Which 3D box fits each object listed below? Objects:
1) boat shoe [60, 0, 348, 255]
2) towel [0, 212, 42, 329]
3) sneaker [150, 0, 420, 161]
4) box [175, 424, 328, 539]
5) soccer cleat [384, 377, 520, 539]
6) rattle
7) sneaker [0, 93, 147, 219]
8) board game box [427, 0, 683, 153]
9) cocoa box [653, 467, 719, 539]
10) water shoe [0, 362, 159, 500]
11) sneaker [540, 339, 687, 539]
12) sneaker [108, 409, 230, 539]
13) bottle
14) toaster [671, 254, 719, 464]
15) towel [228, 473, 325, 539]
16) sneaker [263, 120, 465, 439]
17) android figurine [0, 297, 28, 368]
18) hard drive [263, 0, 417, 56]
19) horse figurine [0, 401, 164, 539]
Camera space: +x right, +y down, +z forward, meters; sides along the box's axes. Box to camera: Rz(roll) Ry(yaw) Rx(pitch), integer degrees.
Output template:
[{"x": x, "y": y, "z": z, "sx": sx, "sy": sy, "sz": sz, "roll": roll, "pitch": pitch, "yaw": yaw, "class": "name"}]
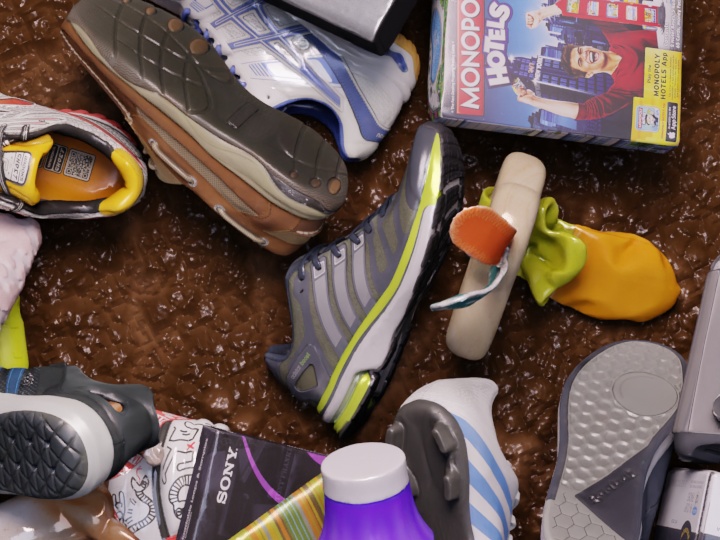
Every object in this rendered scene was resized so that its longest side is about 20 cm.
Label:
[{"x": -0.101, "y": -0.082, "z": 1.070, "sx": 0.200, "sy": 0.076, "sz": 0.074, "roll": 40, "pitch": 127, "yaw": 8, "class": "boat shoe"}, {"x": -0.293, "y": 0.016, "z": 1.003, "sx": 0.189, "sy": 0.201, "sz": 0.032, "roll": 11, "pitch": 127, "yaw": 2, "class": "towel"}, {"x": -0.065, "y": -0.137, "z": 1.102, "sx": 0.198, "sy": 0.075, "sz": 0.089, "roll": 25, "pitch": 84, "yaw": 2, "class": "sneaker"}, {"x": -0.016, "y": 0.184, "z": 1.059, "sx": 0.198, "sy": 0.036, "sz": 0.145, "roll": 15, "pitch": 84, "yaw": -19, "class": "box"}, {"x": 0.067, "y": 0.158, "z": 1.039, "sx": 0.069, "sy": 0.086, "sz": 0.202, "roll": 3, "pitch": 106, "yaw": 36, "class": "soccer cleat"}, {"x": 0.115, "y": 0.007, "z": 1.029, "sx": 0.142, "sy": 0.200, "sz": 0.131, "roll": 35, "pitch": 84, "yaw": 2, "class": "rattle"}, {"x": -0.218, "y": -0.075, "z": 1.056, "sx": 0.198, "sy": 0.082, "sz": 0.079, "roll": 7, "pitch": 100, "yaw": -20, "class": "sneaker"}, {"x": 0.095, "y": -0.176, "z": 1.093, "sx": 0.197, "sy": 0.062, "sz": 0.203, "roll": 6, "pitch": 77, "yaw": -9, "class": "board game box"}, {"x": 0.271, "y": 0.203, "z": 1.047, "sx": 0.198, "sy": 0.133, "sz": 0.133, "roll": 14, "pitch": 84, "yaw": 0, "class": "cocoa box"}, {"x": -0.194, "y": 0.088, "z": 1.017, "sx": 0.199, "sy": 0.079, "sz": 0.072, "roll": 9, "pitch": 110, "yaw": 41, "class": "water shoe"}, {"x": 0.145, "y": 0.149, "z": 1.082, "sx": 0.076, "sy": 0.147, "sz": 0.203, "roll": 14, "pitch": 43, "yaw": 16, "class": "sneaker"}, {"x": -0.125, "y": 0.184, "z": 1.072, "sx": 0.107, "sy": 0.067, "sz": 0.204, "roll": 4, "pitch": 82, "yaw": 1, "class": "sneaker"}, {"x": 0.014, "y": 0.195, "z": 0.989, "sx": 0.065, "sy": 0.083, "sz": 0.202, "roll": -23, "pitch": 113, "yaw": -38, "class": "bottle"}, {"x": 0.274, "y": 0.062, "z": 1.054, "sx": 0.199, "sy": 0.113, "sz": 0.131, "roll": 18, "pitch": 78, "yaw": -40, "class": "toaster"}, {"x": -0.070, "y": 0.189, "z": 0.999, "sx": 0.199, "sy": 0.018, "sz": 0.087, "roll": -33, "pitch": 117, "yaw": -18, "class": "towel"}, {"x": 0.000, "y": 0.000, "z": 1.068, "sx": 0.080, "sy": 0.074, "sz": 0.202, "roll": 27, "pitch": 108, "yaw": 9, "class": "sneaker"}, {"x": -0.293, "y": 0.053, "z": 1.095, "sx": 0.180, "sy": 0.041, "sz": 0.203, "roll": -7, "pitch": 83, "yaw": -3, "class": "android figurine"}, {"x": -0.039, "y": -0.227, "z": 1.050, "sx": 0.199, "sy": 0.033, "sz": 0.140, "roll": 27, "pitch": 82, "yaw": 20, "class": "hard drive"}, {"x": -0.187, "y": 0.169, "z": 1.019, "sx": 0.199, "sy": 0.050, "sz": 0.133, "roll": -29, "pitch": 74, "yaw": -1, "class": "horse figurine"}]
